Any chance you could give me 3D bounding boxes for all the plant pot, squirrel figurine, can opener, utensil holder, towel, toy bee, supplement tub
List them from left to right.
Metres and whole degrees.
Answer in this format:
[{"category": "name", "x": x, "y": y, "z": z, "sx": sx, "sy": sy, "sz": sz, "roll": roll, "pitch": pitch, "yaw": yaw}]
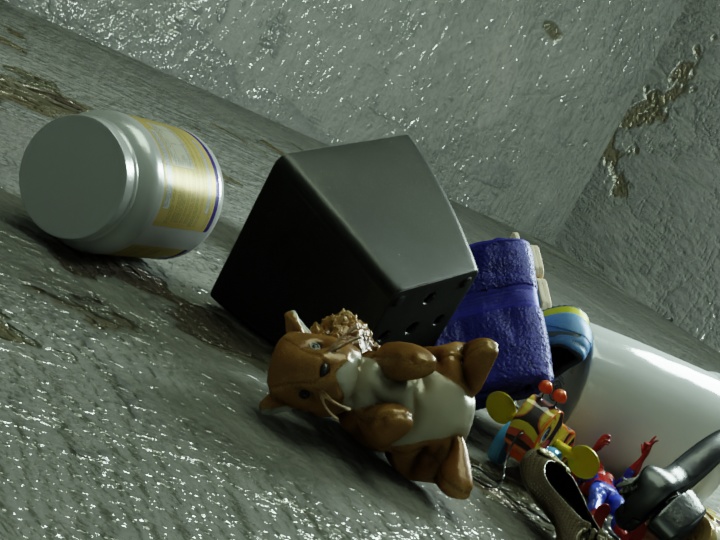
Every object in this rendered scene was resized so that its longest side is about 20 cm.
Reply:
[{"category": "supplement tub", "x": -0.243, "y": -0.087, "z": 1.650, "sx": 0.145, "sy": 0.146, "sz": 0.200, "roll": 31, "pitch": 9, "yaw": 20}, {"category": "squirrel figurine", "x": -0.002, "y": 0.105, "z": 1.432, "sx": 0.186, "sy": 0.142, "sz": 0.200, "roll": 14, "pitch": -1, "yaw": -19}, {"category": "plant pot", "x": 0.000, "y": 0.000, "z": 1.666, "sx": 0.200, "sy": 0.200, "sz": 0.177, "roll": -15, "pitch": 54, "yaw": -46}, {"category": "towel", "x": 0.125, "y": 0.056, "z": 1.742, "sx": 0.050, "sy": 0.148, "sz": 0.200, "roll": 59, "pitch": 19, "yaw": -49}, {"category": "toy bee", "x": 0.185, "y": 0.167, "z": 1.629, "sx": 0.131, "sy": 0.109, "sz": 0.200, "roll": 30, "pitch": 9, "yaw": 3}, {"category": "utensil holder", "x": 0.303, "y": 0.164, "z": 1.835, "sx": 0.200, "sy": 0.170, "sz": 0.170, "roll": 22, "pitch": 10, "yaw": -17}, {"category": "can opener", "x": 0.314, "y": 0.210, "z": 1.593, "sx": 0.079, "sy": 0.063, "sz": 0.200, "roll": 52, "pitch": 38, "yaw": 8}]

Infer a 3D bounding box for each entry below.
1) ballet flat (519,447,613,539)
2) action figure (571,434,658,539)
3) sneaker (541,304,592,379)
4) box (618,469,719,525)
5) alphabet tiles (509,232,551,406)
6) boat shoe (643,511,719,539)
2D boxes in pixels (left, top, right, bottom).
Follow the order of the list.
[{"category": "ballet flat", "x": 0.192, "y": 0.215, "z": 1.471, "sx": 0.067, "sy": 0.046, "sz": 0.200, "roll": 30, "pitch": 17, "yaw": -16}, {"category": "action figure", "x": 0.267, "y": 0.213, "z": 1.668, "sx": 0.065, "sy": 0.099, "sz": 0.200, "roll": 29, "pitch": 6, "yaw": -4}, {"category": "sneaker", "x": 0.163, "y": 0.106, "z": 1.773, "sx": 0.066, "sy": 0.200, "sz": 0.078, "roll": 51, "pitch": 29, "yaw": -26}, {"category": "box", "x": 0.372, "y": 0.280, "z": 1.774, "sx": 0.200, "sy": 0.039, "sz": 0.041, "roll": 27, "pitch": 10, "yaw": -10}, {"category": "alphabet tiles", "x": 0.201, "y": 0.062, "z": 2.017, "sx": 0.015, "sy": 0.200, "sz": 0.196, "roll": 0, "pitch": 54, "yaw": -12}, {"category": "boat shoe", "x": 0.326, "y": 0.269, "z": 1.633, "sx": 0.069, "sy": 0.074, "sz": 0.200, "roll": 46, "pitch": 4, "yaw": -14}]
